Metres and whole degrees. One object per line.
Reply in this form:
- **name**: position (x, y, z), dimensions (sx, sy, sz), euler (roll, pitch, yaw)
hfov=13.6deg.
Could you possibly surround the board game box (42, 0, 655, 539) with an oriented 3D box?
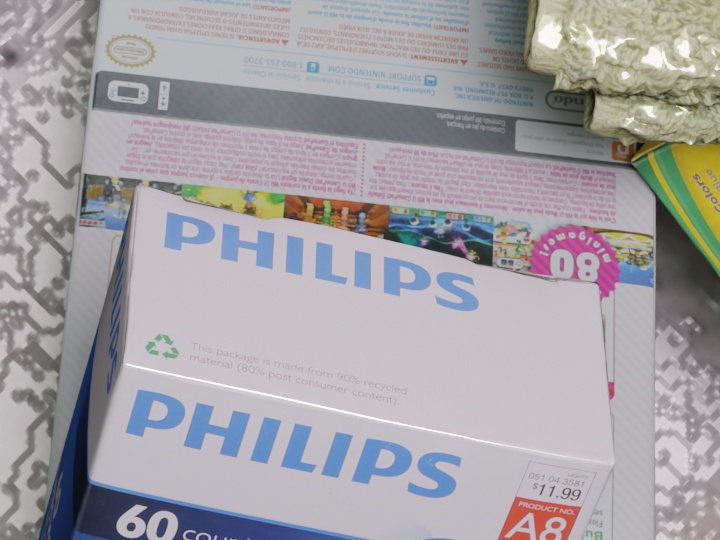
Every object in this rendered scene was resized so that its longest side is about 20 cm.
- **board game box**: position (0.000, 0.000, 0.763), dimensions (0.147, 0.064, 0.201), euler (6, 61, -4)

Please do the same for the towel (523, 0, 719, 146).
- **towel**: position (0.132, -0.097, 0.725), dimensions (0.199, 0.037, 0.149), euler (4, 69, -12)

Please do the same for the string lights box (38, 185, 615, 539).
- **string lights box**: position (-0.023, 0.083, 0.660), dimensions (0.102, 0.201, 0.059), euler (12, 39, -9)

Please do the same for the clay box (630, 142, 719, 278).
- **clay box**: position (0.151, -0.009, 0.780), dimensions (0.200, 0.048, 0.115), euler (51, 49, -8)
